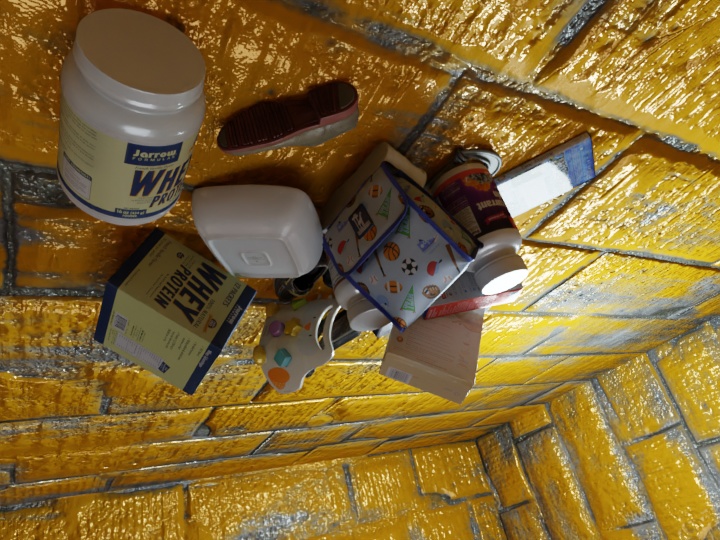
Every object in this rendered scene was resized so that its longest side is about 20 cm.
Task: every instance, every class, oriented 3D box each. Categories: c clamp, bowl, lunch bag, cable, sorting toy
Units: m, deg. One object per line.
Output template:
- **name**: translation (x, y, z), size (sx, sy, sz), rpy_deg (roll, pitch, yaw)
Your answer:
- **c clamp**: translation (0.147, -0.154, 0.913), size (0.170, 0.027, 0.199), rpy_deg (16, 138, -43)
- **bowl**: translation (-0.164, -0.050, 0.840), size (0.197, 0.076, 0.200), rpy_deg (0, 152, 6)
- **lunch bag**: translation (0.054, -0.039, 0.783), size (0.170, 0.200, 0.124), rpy_deg (-47, 175, 25)
- **cable**: translation (-0.116, 0.142, 1.128), size (0.096, 0.202, 0.050), rpy_deg (-23, 125, 36)
- **sorting toy**: translation (-0.109, 0.126, 1.026), size (0.178, 0.202, 0.107), rpy_deg (-16, 141, 37)

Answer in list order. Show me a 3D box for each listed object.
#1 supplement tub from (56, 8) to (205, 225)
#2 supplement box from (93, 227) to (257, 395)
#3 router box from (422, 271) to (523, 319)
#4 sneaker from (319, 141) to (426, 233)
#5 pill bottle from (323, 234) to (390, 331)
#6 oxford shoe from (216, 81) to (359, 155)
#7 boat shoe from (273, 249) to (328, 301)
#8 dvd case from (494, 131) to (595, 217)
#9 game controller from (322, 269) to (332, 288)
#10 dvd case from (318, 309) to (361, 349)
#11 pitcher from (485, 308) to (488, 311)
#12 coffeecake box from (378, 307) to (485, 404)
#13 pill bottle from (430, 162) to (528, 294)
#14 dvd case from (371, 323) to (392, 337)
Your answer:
- **supplement tub**: translation (-0.258, -0.164, 0.579), size (0.143, 0.147, 0.200), rpy_deg (4, 146, -30)
- **supplement box**: translation (-0.319, 0.078, 0.885), size (0.198, 0.135, 0.200), rpy_deg (33, 136, -9)
- **router box**: translation (0.169, -0.026, 0.930), size (0.177, 0.202, 0.049), rpy_deg (-9, 149, -13)
- **sneaker**: translation (0.022, -0.111, 0.864), size (0.115, 0.074, 0.200), rpy_deg (24, 132, -32)
- **pill bottle**: translation (0.000, 0.000, 0.926), size (0.110, 0.202, 0.113), rpy_deg (-12, 151, -7)
- **oxford shoe**: translation (-0.093, -0.187, 0.700), size (0.197, 0.071, 0.075), rpy_deg (-15, 156, 1)
- **boat shoe**: translation (-0.121, 0.015, 1.035), size (0.071, 0.060, 0.200), rpy_deg (5, 146, -33)
- **dvd case**: translation (0.348, -0.173, 0.987), size (0.198, 0.018, 0.143), rpy_deg (-26, 149, 16)
- **game controller**: translation (0.020, 0.009, 1.074), size (0.197, 0.042, 0.105), rpy_deg (8, 129, -7)
- **dvd case**: translation (-0.031, 0.120, 1.168), size (0.148, 0.200, 0.016), rpy_deg (-33, 102, 28)
- **pitcher**: translation (0.248, -0.002, 1.068), size (0.120, 0.174, 0.200), rpy_deg (13, 173, 16)
- **coffeecake box**: translation (0.133, 0.110, 0.916), size (0.152, 0.201, 0.074), rpy_deg (19, 138, 3)
- **pill bottle**: translation (0.201, -0.068, 0.861), size (0.110, 0.202, 0.112), rpy_deg (-16, 157, -7)
- **dvd case**: translation (0.112, 0.044, 1.066), size (0.149, 0.025, 0.202), rpy_deg (-13, 137, -38)
